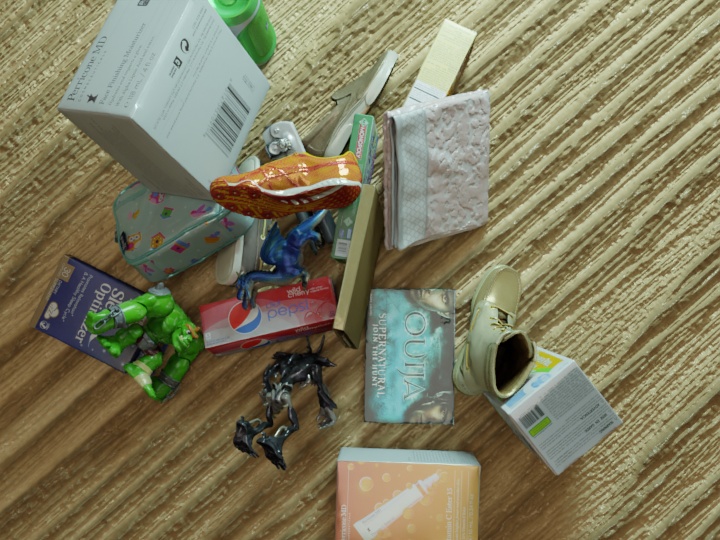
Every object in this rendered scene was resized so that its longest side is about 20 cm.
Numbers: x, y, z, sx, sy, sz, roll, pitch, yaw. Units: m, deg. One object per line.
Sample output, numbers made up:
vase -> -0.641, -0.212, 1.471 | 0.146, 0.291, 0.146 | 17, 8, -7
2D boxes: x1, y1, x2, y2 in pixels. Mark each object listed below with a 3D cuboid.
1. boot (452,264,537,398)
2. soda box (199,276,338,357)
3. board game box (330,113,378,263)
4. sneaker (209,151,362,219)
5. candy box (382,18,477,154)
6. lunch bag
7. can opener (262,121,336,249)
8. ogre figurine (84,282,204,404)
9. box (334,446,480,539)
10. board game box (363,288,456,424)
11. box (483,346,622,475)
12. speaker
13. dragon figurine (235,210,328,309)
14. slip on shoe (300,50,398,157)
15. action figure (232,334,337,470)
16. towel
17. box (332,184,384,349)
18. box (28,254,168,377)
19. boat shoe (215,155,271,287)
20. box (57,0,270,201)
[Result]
boot -> 0.199, 0.081, 1.074 | 0.073, 0.155, 0.200 | 24, 80, -8
soda box -> -0.130, 0.069, 1.133 | 0.200, 0.063, 0.070 | -14, 70, 2
board game box -> -0.007, -0.111, 1.108 | 0.029, 0.135, 0.200 | 9, 88, 5
sneaker -> -0.098, -0.116, 1.021 | 0.200, 0.073, 0.077 | -4, 57, -5
candy box -> 0.098, -0.248, 1.120 | 0.055, 0.115, 0.200 | 25, 88, 4
lunch bag -> -0.263, -0.088, 1.112 | 0.200, 0.077, 0.160 | -28, 57, 7
can opener -> -0.085, -0.130, 1.151 | 0.053, 0.066, 0.200 | -21, 95, 17
ogre figurine -> -0.296, 0.097, 1.104 | 0.120, 0.098, 0.200 | -43, 118, -17
box -> 0.066, 0.327, 1.105 | 0.200, 0.097, 0.125 | 1, 88, 2
board game box -> 0.074, 0.127, 1.148 | 0.135, 0.028, 0.200 | 1, 87, 3
box -> 0.252, 0.183, 1.053 | 0.112, 0.200, 0.101 | -39, 91, -2
speaker -> -0.170, -0.353, 1.091 | 0.088, 0.200, 0.089 | 0, 87, 2
dragon figurine -> -0.109, -0.033, 1.088 | 0.099, 0.059, 0.200 | 19, 85, -4
slip on shoe -> -0.016, -0.248, 1.148 | 0.061, 0.076, 0.200 | 33, 96, -3
action figure -> -0.101, 0.187, 1.116 | 0.119, 0.102, 0.200 | 8, 45, 29
towel -> 0.111, -0.139, 1.074 | 0.191, 0.032, 0.200 | -20, 119, -34
box -> 0.000, 0.000, 1.067 | 0.021, 0.163, 0.200 | 11, 77, 9
box -> -0.383, 0.072, 1.165 | 0.200, 0.032, 0.121 | 26, 88, 2
boat shoe -> -0.165, -0.070, 1.149 | 0.059, 0.072, 0.200 | 19, 72, -37
box -> -0.248, -0.229, 1.013 | 0.131, 0.200, 0.199 | 10, 70, 28
